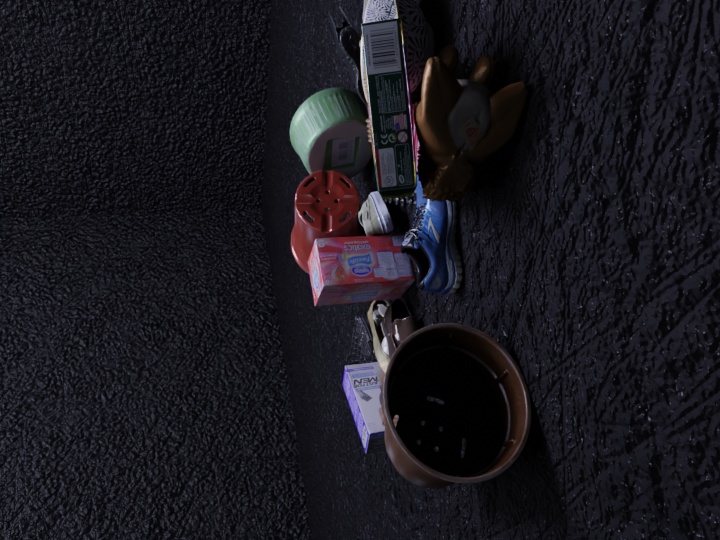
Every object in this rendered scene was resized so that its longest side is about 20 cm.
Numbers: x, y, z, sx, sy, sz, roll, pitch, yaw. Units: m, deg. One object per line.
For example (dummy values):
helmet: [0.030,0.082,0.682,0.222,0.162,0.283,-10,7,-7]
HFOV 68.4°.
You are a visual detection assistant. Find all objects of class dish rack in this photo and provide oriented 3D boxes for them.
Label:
dish rack: [0.011,0.224,1.334,0.155,0.052,0.207,-120,32,-53]

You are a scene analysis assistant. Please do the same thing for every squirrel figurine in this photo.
squirrel figurine: [0.117,-0.202,0.739,0.188,0.135,0.207,-110,25,-59]

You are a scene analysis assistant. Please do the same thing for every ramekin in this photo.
ramekin: [-0.058,-0.300,1.216,0.204,0.193,0.100,106,146,-48]

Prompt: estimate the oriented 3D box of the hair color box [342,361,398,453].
hair color box: [0.036,0.293,1.163,0.202,0.105,0.067,-116,29,-51]

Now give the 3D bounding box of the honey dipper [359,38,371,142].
honey dipper: [0.022,-0.380,1.124,0.038,0.037,0.208,-136,35,-65]

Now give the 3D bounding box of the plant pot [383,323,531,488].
plant pot: [0.115,0.213,0.759,0.201,0.192,0.207,101,158,-59]

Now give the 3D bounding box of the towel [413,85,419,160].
towel: [0.101,-0.257,0.967,0.200,0.022,0.151,-144,54,-67]

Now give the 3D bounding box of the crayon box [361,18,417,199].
crayon box: [0.041,-0.211,0.741,0.173,0.056,0.209,-56,-40,-85]

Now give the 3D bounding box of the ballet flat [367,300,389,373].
ballet flat: [0.058,0.140,1.127,0.204,0.068,0.072,-107,21,-44]

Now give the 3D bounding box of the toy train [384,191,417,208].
toy train: [0.085,-0.150,1.024,0.200,0.033,0.048,-147,56,-70]

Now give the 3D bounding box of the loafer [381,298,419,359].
loafer: [0.084,0.125,1.019,0.202,0.070,0.074,-119,29,-55]

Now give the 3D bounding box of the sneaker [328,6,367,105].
sneaker: [-0.011,-0.465,1.159,0.204,0.058,0.105,64,-179,-27]

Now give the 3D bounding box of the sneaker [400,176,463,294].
sneaker: [0.109,-0.064,0.864,0.078,0.086,0.209,143,122,-69]

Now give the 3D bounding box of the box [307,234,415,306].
box: [0.000,0.000,1.063,0.095,0.192,0.106,120,141,-58]

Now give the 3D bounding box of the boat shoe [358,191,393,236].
boat shoe: [0.024,-0.122,1.131,0.201,0.060,0.075,-109,3,-74]

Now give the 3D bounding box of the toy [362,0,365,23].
toy: [0.040,-0.550,1.064,0.116,0.045,0.206,-114,20,-53]

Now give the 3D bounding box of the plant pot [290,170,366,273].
plant pot: [-0.075,-0.113,1.232,0.197,0.192,0.208,95,165,-67]

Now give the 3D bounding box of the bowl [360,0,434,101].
bowl: [0.070,-0.382,0.917,0.200,0.090,0.210,176,90,-74]
